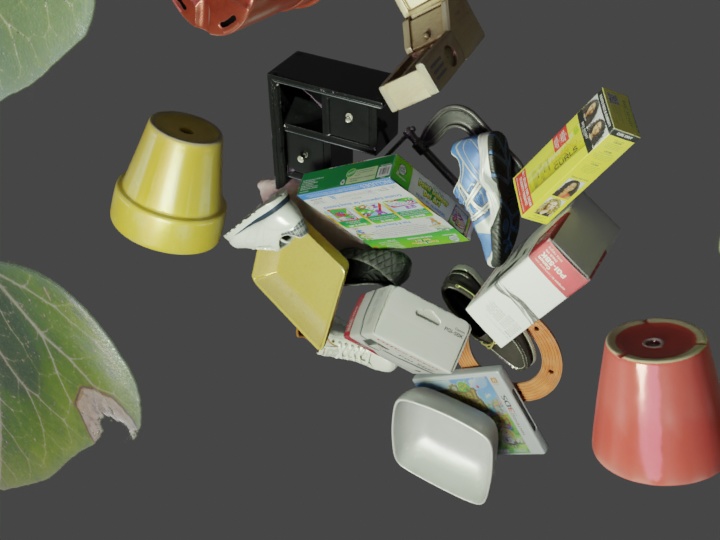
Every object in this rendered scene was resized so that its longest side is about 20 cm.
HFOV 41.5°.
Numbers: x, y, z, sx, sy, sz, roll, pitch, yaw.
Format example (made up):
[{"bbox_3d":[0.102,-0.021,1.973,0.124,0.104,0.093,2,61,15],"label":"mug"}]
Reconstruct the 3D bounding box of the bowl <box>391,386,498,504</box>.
[{"bbox_3d":[0.154,0.294,1.661,0.197,0.075,0.202,22,137,23],"label":"bowl"}]

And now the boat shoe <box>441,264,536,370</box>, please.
[{"bbox_3d":[0.199,0.086,1.503,0.202,0.061,0.071,50,135,-6],"label":"boat shoe"}]

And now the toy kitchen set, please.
[{"bbox_3d":[0.088,-0.352,1.204,0.162,0.181,0.201,-17,115,40],"label":"toy kitchen set"}]

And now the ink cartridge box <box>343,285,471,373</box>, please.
[{"bbox_3d":[0.070,0.098,1.516,0.145,0.084,0.200,27,169,-9],"label":"ink cartridge box"}]

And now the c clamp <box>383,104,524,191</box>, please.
[{"bbox_3d":[0.146,-0.157,1.418,0.200,0.027,0.171,42,129,2],"label":"c clamp"}]

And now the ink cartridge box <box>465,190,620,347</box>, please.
[{"bbox_3d":[0.259,0.000,1.364,0.083,0.147,0.200,44,134,0],"label":"ink cartridge box"}]

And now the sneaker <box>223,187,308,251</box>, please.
[{"bbox_3d":[-0.157,-0.063,1.557,0.081,0.077,0.199,49,149,-11],"label":"sneaker"}]

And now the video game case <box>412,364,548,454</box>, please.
[{"bbox_3d":[0.206,0.247,1.652,0.198,0.022,0.184,-12,116,46],"label":"video game case"}]

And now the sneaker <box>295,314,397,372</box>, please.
[{"bbox_3d":[-0.029,0.141,1.714,0.198,0.085,0.074,26,131,15],"label":"sneaker"}]

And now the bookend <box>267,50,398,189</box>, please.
[{"bbox_3d":[-0.033,-0.208,1.456,0.196,0.092,0.203,19,131,22],"label":"bookend"}]

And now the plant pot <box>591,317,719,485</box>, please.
[{"bbox_3d":[0.426,0.178,1.360,0.197,0.200,0.180,4,115,32],"label":"plant pot"}]

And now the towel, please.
[{"bbox_3d":[-0.072,-0.069,1.628,0.197,0.032,0.194,3,122,32],"label":"towel"}]

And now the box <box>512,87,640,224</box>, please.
[{"bbox_3d":[0.287,-0.151,1.281,0.049,0.076,0.200,12,144,-26],"label":"box"}]

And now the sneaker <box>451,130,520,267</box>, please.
[{"bbox_3d":[0.181,-0.103,1.375,0.076,0.075,0.204,4,112,33],"label":"sneaker"}]

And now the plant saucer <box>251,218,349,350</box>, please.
[{"bbox_3d":[-0.094,0.000,1.611,0.200,0.048,0.202,44,139,25],"label":"plant saucer"}]

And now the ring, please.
[{"bbox_3d":[0.240,0.129,1.563,0.198,0.019,0.203,19,131,23],"label":"ring"}]

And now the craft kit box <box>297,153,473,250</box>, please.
[{"bbox_3d":[0.039,-0.096,1.439,0.198,0.049,0.197,-5,149,44],"label":"craft kit box"}]

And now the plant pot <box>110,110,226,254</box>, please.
[{"bbox_3d":[-0.316,-0.160,1.634,0.199,0.200,0.191,27,117,15],"label":"plant pot"}]

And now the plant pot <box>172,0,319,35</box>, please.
[{"bbox_3d":[-0.159,-0.430,1.310,0.198,0.195,0.204,18,130,23],"label":"plant pot"}]

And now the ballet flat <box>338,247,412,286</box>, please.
[{"bbox_3d":[0.000,0.000,1.564,0.198,0.057,0.067,-4,125,45],"label":"ballet flat"}]
